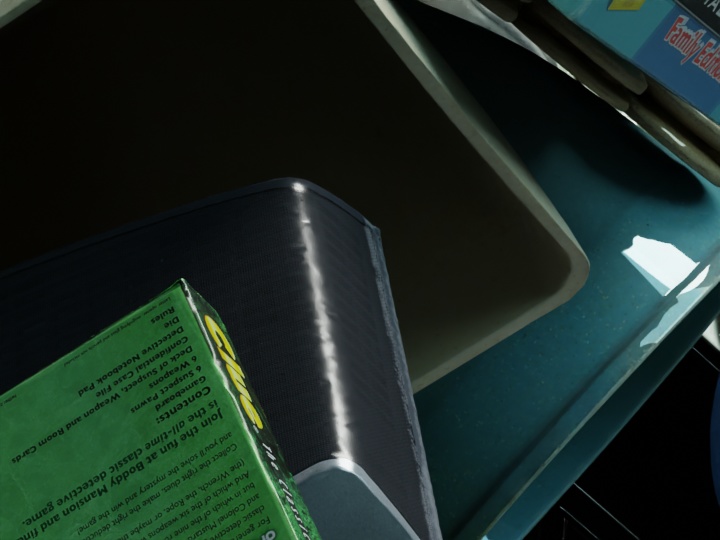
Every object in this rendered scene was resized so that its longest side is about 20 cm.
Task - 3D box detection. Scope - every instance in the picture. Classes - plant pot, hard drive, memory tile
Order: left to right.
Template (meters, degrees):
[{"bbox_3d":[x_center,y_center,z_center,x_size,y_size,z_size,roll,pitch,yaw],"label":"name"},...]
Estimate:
[{"bbox_3d":[-0.084,0.056,0.598,0.135,0.199,0.042,-101,164,-51],"label":"hard drive"},{"bbox_3d":[-0.088,-0.056,0.715,0.200,0.199,0.178,46,17,-50],"label":"plant pot"},{"bbox_3d":[0.000,0.000,0.870,0.188,0.200,0.200,42,22,9],"label":"plant pot"},{"bbox_3d":[0.026,-0.102,0.807,0.200,0.017,0.153,34,10,-35],"label":"memory tile"}]

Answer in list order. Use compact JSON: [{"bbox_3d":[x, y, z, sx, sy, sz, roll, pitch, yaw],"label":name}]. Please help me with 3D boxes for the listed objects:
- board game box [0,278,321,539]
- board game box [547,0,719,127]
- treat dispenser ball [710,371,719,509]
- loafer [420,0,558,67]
[{"bbox_3d":[-0.096,0.095,0.522,0.023,0.199,0.105,49,12,-53],"label":"board game box"},{"bbox_3d":[0.029,-0.125,0.725,0.200,0.047,0.151,43,10,25],"label":"board game box"},{"bbox_3d":[0.251,0.073,1.157,0.200,0.201,0.201,38,24,-20],"label":"treat dispenser ball"},{"bbox_3d":[0.043,-0.075,1.128,0.070,0.070,0.200,49,-2,18],"label":"loafer"}]
